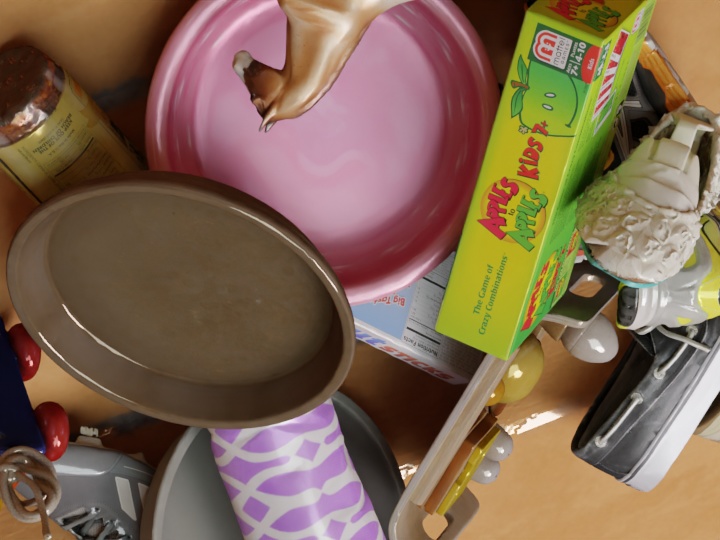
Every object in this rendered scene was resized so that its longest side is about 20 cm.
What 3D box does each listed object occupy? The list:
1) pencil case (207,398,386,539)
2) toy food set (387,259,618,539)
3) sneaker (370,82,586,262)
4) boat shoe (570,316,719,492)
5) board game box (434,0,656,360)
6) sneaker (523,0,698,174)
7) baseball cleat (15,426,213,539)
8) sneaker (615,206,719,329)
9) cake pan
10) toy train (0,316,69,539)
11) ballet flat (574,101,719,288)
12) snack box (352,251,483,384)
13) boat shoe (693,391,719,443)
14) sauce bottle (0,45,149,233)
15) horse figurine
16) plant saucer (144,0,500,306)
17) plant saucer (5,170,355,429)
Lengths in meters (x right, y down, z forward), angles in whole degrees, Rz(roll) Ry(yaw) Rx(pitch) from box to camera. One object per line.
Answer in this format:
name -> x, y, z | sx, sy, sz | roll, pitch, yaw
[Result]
pencil case -> -0.027, 0.151, 1.729 | 0.084, 0.085, 0.201 | -11, 104, 30
toy food set -> 0.096, 0.088, 1.781 | 0.060, 0.143, 0.200 | 33, 112, 7
sneaker -> 0.082, -0.065, 1.715 | 0.199, 0.077, 0.082 | 16, 110, -32
boat shoe -> 0.198, 0.040, 1.841 | 0.068, 0.074, 0.200 | 26, 106, -14
board game box -> 0.103, -0.062, 1.611 | 0.047, 0.102, 0.201 | 23, 119, 14
sneaker -> 0.131, -0.124, 1.692 | 0.077, 0.078, 0.200 | -33, 131, 8
baseball cleat -> -0.133, 0.169, 1.768 | 0.200, 0.107, 0.070 | 25, 145, -34
sneaker -> 0.196, -0.007, 1.729 | 0.076, 0.200, 0.076 | 5, 110, 9
cake pan -> -0.055, 0.165, 1.777 | 0.200, 0.037, 0.201 | 3, 85, -40
toy train -> -0.215, 0.124, 1.644 | 0.084, 0.200, 0.116 | 1, 128, -24
ballet flat -> 0.166, -0.052, 1.626 | 0.071, 0.200, 0.072 | 5, 109, 14
snack box -> 0.000, 0.000, 1.731 | 0.200, 0.024, 0.072 | 27, 70, -35
boat shoe -> 0.282, 0.034, 1.874 | 0.065, 0.072, 0.200 | 25, 114, -44
sauce bottle -> -0.145, -0.043, 1.641 | 0.066, 0.066, 0.200 | -36, 132, 5
horse figurine -> 0.003, -0.179, 1.572 | 0.199, 0.133, 0.050 | -28, 174, -8
plant saucer -> -0.022, -0.081, 1.632 | 0.200, 0.051, 0.202 | -1, 100, -7
plant saucer -> -0.097, 0.014, 1.612 | 0.199, 0.030, 0.201 | 10, 138, 9
